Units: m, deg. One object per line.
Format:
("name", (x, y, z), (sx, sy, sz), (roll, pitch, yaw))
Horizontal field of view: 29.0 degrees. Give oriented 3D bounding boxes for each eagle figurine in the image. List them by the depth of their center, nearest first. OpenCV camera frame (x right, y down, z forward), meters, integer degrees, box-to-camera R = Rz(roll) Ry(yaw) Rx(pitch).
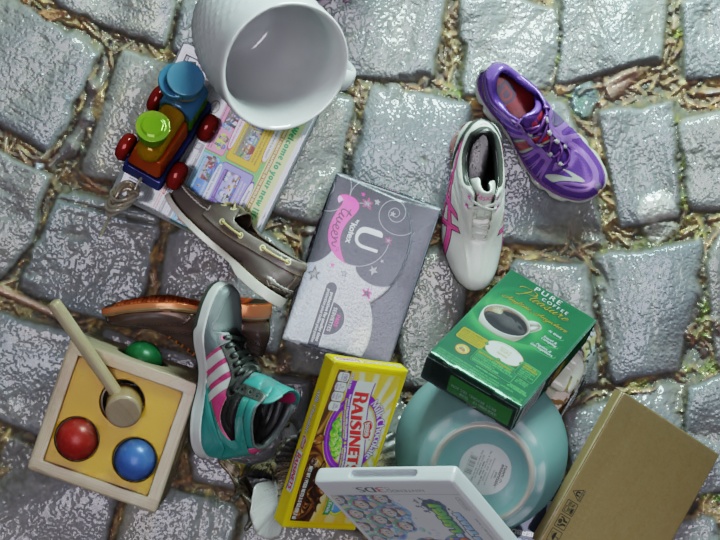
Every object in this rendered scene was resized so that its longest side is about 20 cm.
("eagle figurine", (-0.058, 0.216, 1.611), (0.199, 0.152, 0.151), (-24, 73, 7))

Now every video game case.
("video game case", (0.073, 0.278, 1.522), (0.181, 0.024, 0.200), (-7, 136, 36))
("video game case", (-0.170, -0.141, 1.641), (0.182, 0.022, 0.201), (26, 92, -1))

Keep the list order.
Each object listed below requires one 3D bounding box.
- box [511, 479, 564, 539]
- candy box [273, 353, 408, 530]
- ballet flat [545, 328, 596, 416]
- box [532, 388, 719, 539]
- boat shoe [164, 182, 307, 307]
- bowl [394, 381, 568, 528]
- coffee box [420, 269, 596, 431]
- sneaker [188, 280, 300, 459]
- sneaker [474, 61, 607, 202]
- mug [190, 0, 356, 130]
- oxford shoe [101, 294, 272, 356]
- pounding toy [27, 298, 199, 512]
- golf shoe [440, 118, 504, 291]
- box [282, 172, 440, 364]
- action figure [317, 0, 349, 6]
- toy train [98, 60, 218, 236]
("box", (0.166, 0.317, 1.650), (0.199, 0.051, 0.158), (11, 94, 0))
("candy box", (-0.021, 0.193, 1.544), (0.102, 0.026, 0.201), (9, 105, -36))
("ballet flat", (0.221, 0.148, 1.632), (0.072, 0.072, 0.201), (30, 93, -1))
("box", (0.313, 0.264, 1.627), (0.163, 0.021, 0.200), (32, 85, -21))
("boat shoe", (-0.142, -0.041, 1.577), (0.200, 0.072, 0.060), (42, 97, 25))
("bowl", (0.135, 0.214, 1.559), (0.200, 0.105, 0.202), (1, 99, 5))
("coffee box", (0.169, 0.086, 1.560), (0.123, 0.200, 0.044), (30, 131, 16))
("sneaker", (-0.125, 0.115, 1.545), (0.120, 0.084, 0.201), (4, 92, 30))
("sneaker", (0.205, -0.157, 1.607), (0.081, 0.083, 0.200), (-44, 93, 3))
("mug", (-0.093, -0.252, 1.563), (0.199, 0.175, 0.148), (15, 111, -33))
("oxford shoe", (-0.205, 0.068, 1.630), (0.199, 0.071, 0.073), (3, 97, 0))
("pounding toy", (-0.286, 0.150, 1.598), (0.183, 0.142, 0.201), (19, 93, -1))
("golf shoe", (0.131, -0.074, 1.609), (0.072, 0.092, 0.201), (-1, 95, -1))
("box", (0.000, 0.000, 1.601), (0.132, 0.115, 0.201), (19, 93, -1))
("action figure", (0.000, -0.406, 1.604), (0.134, 0.149, 0.201), (15, 73, -29))
("toy train", (-0.234, -0.135, 1.546), (0.084, 0.116, 0.200), (29, 70, 2))
